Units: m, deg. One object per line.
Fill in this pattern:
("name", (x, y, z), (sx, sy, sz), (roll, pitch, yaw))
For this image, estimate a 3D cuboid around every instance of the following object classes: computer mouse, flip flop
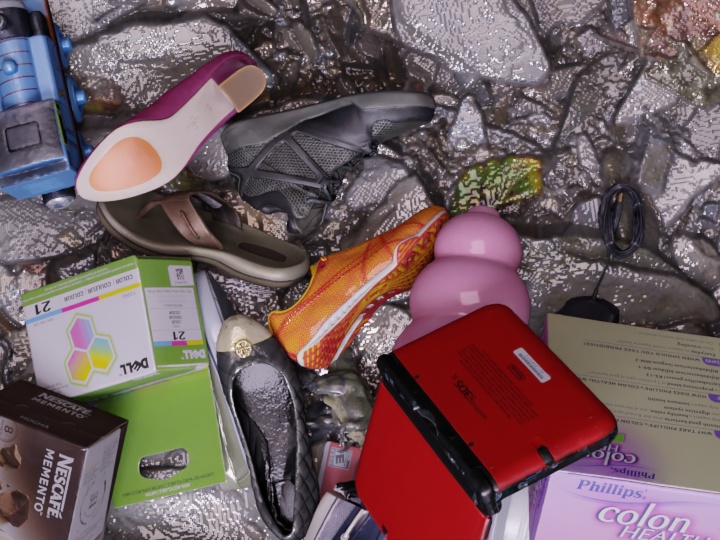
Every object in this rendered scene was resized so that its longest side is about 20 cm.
("computer mouse", (0.214, 0.018, 1.382), (0.058, 0.034, 0.201), (15, 78, 25))
("flip flop", (-0.138, -0.041, 1.383), (0.199, 0.081, 0.058), (19, 126, 5))

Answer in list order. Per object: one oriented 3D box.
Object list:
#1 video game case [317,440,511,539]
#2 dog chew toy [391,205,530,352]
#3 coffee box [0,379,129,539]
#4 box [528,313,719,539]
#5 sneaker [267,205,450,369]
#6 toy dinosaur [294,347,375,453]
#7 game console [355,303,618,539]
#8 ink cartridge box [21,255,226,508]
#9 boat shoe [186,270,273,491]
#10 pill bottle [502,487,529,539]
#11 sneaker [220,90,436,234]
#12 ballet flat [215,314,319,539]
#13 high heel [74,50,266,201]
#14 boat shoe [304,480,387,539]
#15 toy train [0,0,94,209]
("video game case", (0.033, 0.232, 1.315), (0.199, 0.017, 0.144), (6, 81, 41))
("dog chew toy", (0.094, 0.042, 1.344), (0.124, 0.125, 0.201), (9, 75, 6))
("coffee box", (-0.283, 0.211, 1.328), (0.113, 0.080, 0.201), (19, 107, 14))
("box", (0.230, 0.142, 1.248), (0.175, 0.200, 0.097), (8, 125, 0))
("sneaker", (0.000, 0.000, 1.364), (0.200, 0.073, 0.077), (-39, 61, -21))
("toy dinosaur", (-0.028, 0.111, 1.367), (0.088, 0.047, 0.201), (-24, 59, 8))
("game console", (0.091, 0.144, 1.193), (0.172, 0.200, 0.119), (-25, 124, -11))
("ink cartridge box", (-0.206, 0.101, 1.348), (0.147, 0.076, 0.201), (-17, 79, 33))
("boat shoe", (-0.127, 0.100, 1.375), (0.062, 0.072, 0.201), (-20, 82, 6))
("pill bottle", (0.208, 0.227, 1.308), (0.199, 0.114, 0.115), (13, 84, 7))
("sneaker", (-0.021, -0.097, 1.392), (0.199, 0.076, 0.115), (-14, 83, 6))
("ballet flat", (-0.076, 0.133, 1.314), (0.066, 0.057, 0.201), (-17, 91, 2))
("high heel", (-0.176, -0.133, 1.395), (0.200, 0.096, 0.067), (-40, 110, -3))
("boat shoe", (-0.018, 0.281, 1.278), (0.093, 0.075, 0.201), (19, 88, 50))
("toy train", (-0.300, -0.157, 1.401), (0.086, 0.114, 0.201), (-13, 82, 2))
